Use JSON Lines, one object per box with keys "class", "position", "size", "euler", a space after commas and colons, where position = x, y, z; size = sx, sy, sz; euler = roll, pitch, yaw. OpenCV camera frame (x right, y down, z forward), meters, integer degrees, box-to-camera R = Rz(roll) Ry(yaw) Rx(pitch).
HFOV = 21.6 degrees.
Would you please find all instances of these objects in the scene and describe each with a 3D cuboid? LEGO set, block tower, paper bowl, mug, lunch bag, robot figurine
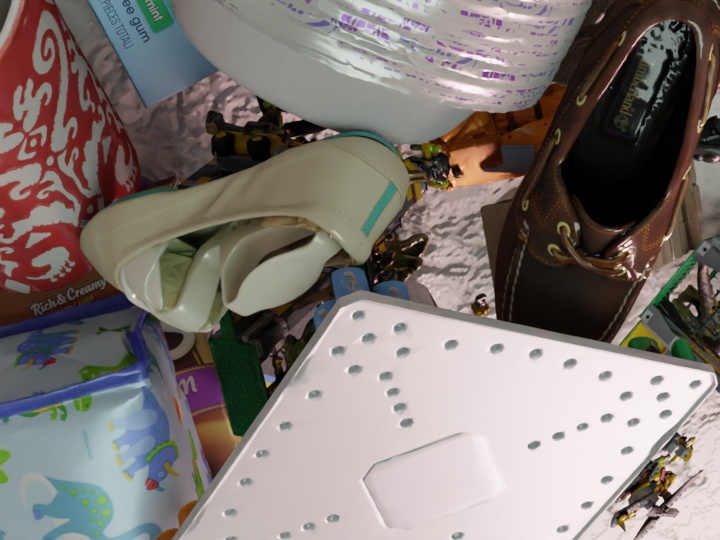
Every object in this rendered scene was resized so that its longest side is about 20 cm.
{"class": "LEGO set", "position": [0.000, 0.000, 0.942], "size": [0.116, 0.153, 0.202], "euler": [-42, 121, -44]}
{"class": "block tower", "position": [0.127, -0.023, 0.988], "size": [0.057, 0.200, 0.055], "euler": [-9, 95, 28]}
{"class": "LEGO set", "position": [0.209, 0.069, 1.079], "size": [0.200, 0.116, 0.154], "euler": [-50, 164, 14]}
{"class": "paper bowl", "position": [-0.002, -0.131, 0.824], "size": [0.199, 0.201, 0.105], "euler": [15, 115, -25]}
{"class": "mug", "position": [-0.168, -0.092, 0.866], "size": [0.178, 0.133, 0.200], "euler": [-59, 158, -13]}
{"class": "lunch bag", "position": [-0.173, 0.123, 0.935], "size": [0.198, 0.128, 0.172], "euler": [-17, 110, 0]}
{"class": "robot figurine", "position": [0.127, -0.109, 0.969], "size": [0.198, 0.146, 0.058], "euler": [-14, 141, 4]}

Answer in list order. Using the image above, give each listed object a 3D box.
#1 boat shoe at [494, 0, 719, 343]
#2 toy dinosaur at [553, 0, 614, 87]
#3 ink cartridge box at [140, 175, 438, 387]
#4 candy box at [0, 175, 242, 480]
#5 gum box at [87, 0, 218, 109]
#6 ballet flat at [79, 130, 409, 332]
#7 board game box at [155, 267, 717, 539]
{"class": "boat shoe", "position": [0.104, -0.034, 0.829], "size": [0.070, 0.070, 0.202], "euler": [15, 114, 0]}
{"class": "toy dinosaur", "position": [0.119, -0.137, 0.920], "size": [0.101, 0.202, 0.077], "euler": [-5, 159, 33]}
{"class": "ink cartridge box", "position": [-0.084, 0.066, 1.068], "size": [0.199, 0.047, 0.199], "euler": [20, 113, -28]}
{"class": "candy box", "position": [-0.126, 0.062, 1.005], "size": [0.115, 0.057, 0.202], "euler": [-13, 109, 8]}
{"class": "gum box", "position": [-0.056, -0.198, 0.915], "size": [0.199, 0.045, 0.171], "euler": [-27, 124, -1]}
{"class": "ballet flat", "position": [-0.061, -0.008, 0.830], "size": [0.069, 0.070, 0.199], "euler": [36, 144, -31]}
{"class": "board game box", "position": [0.030, 0.087, 0.859], "size": [0.198, 0.026, 0.201], "euler": [12, 131, -30]}
